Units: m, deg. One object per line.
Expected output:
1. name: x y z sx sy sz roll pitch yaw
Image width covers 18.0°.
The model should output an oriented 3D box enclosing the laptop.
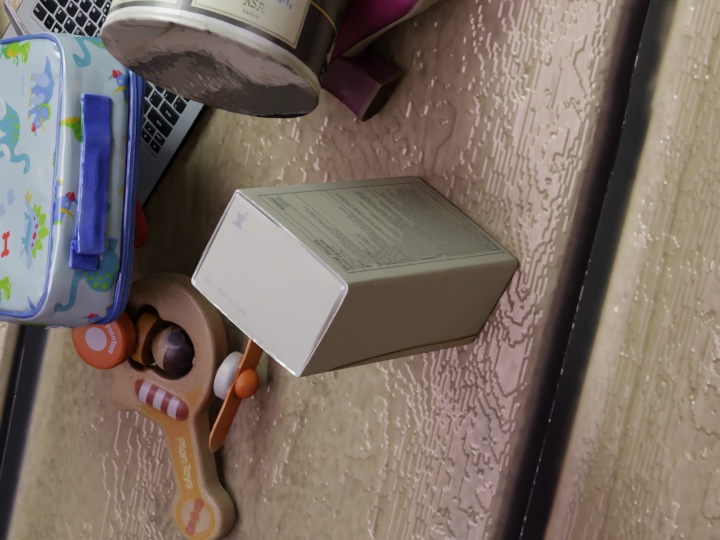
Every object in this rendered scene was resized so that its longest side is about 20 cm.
1. laptop: -0.203 -0.168 1.613 0.187 0.116 0.200 47 119 23

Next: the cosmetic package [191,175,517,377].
1. cosmetic package: 0.000 0.000 1.431 0.103 0.200 0.073 41 116 26

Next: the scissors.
1. scissors: -0.205 -0.108 1.649 0.073 0.014 0.201 -5 107 55

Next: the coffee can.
1. coffee can: -0.068 -0.218 1.446 0.146 0.146 0.201 7 73 35

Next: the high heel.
1. high heel: 0.012 -0.197 1.481 0.096 0.067 0.200 42 121 13

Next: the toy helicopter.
1. toy helicopter: -0.118 0.099 1.620 0.132 0.079 0.201 -5 103 27

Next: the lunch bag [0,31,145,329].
1. lunch bag: -0.212 -0.060 1.561 0.160 0.082 0.201 -1 86 57
